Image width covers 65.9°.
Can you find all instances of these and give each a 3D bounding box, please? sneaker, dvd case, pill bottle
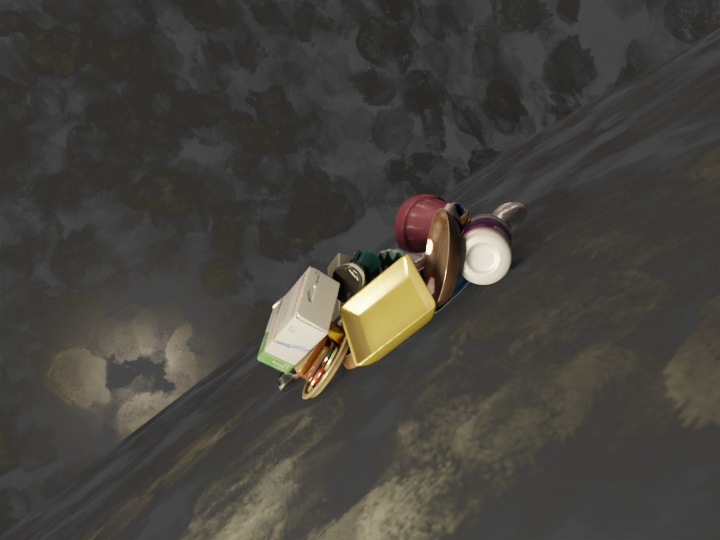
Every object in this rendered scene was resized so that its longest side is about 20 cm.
[{"bbox_3d":[-0.205,0.256,1.507,0.080,0.087,0.200,-36,6,-2],"label":"sneaker"},{"bbox_3d":[0.226,-0.108,1.273,0.199,0.074,0.092,-12,-58,-68],"label":"sneaker"},{"bbox_3d":[0.137,-0.002,1.286,0.198,0.022,0.146,-31,5,11],"label":"dvd case"},{"bbox_3d":[0.258,-0.051,1.153,0.112,0.113,0.200,-32,6,21],"label":"pill bottle"},{"bbox_3d":[0.000,0.000,1.290,0.121,0.084,0.200,-45,-1,-21],"label":"sneaker"},{"bbox_3d":[0.327,-0.087,1.353,0.199,0.075,0.087,-41,16,15],"label":"sneaker"},{"bbox_3d":[0.150,-0.018,1.449,0.197,0.079,0.140,15,17,20],"label":"sneaker"}]

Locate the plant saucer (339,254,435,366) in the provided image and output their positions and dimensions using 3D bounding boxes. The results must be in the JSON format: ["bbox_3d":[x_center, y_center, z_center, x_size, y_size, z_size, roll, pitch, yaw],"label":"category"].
[{"bbox_3d":[0.059,0.088,1.145,0.199,0.048,0.201,-39,32,10],"label":"plant saucer"}]

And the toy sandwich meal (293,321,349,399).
[{"bbox_3d":[-0.091,0.186,1.216,0.207,0.070,0.205,-55,8,11],"label":"toy sandwich meal"}]

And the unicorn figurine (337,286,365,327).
[{"bbox_3d":[-0.001,0.096,1.359,0.137,0.074,0.200,-42,1,27],"label":"unicorn figurine"}]

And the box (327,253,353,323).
[{"bbox_3d":[-0.045,0.060,1.485,0.082,0.067,0.203,-49,34,47],"label":"box"}]

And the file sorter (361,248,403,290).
[{"bbox_3d":[0.060,0.037,1.550,0.138,0.126,0.199,-37,5,-27],"label":"file sorter"}]

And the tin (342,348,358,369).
[{"bbox_3d":[-0.002,0.170,1.264,0.111,0.042,0.200,-32,5,-3],"label":"tin"}]

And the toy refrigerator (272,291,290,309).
[{"bbox_3d":[-0.131,0.147,1.382,0.075,0.202,0.070,-33,6,4],"label":"toy refrigerator"}]

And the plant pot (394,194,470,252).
[{"bbox_3d":[0.227,-0.123,1.639,0.199,0.202,0.178,-37,22,-20],"label":"plant pot"}]

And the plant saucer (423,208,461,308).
[{"bbox_3d":[0.164,-0.021,1.109,0.034,0.205,0.200,5,2,-6],"label":"plant saucer"}]

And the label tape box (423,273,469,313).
[{"bbox_3d":[0.146,0.048,1.249,0.143,0.067,0.199,-39,5,-28],"label":"label tape box"}]

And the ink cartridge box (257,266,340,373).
[{"bbox_3d":[-0.136,0.110,1.222,0.200,0.083,0.146,-46,23,42],"label":"ink cartridge box"}]
